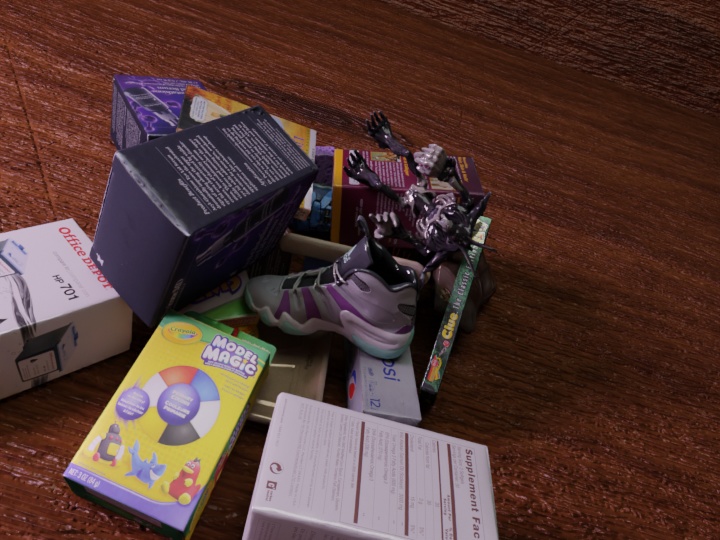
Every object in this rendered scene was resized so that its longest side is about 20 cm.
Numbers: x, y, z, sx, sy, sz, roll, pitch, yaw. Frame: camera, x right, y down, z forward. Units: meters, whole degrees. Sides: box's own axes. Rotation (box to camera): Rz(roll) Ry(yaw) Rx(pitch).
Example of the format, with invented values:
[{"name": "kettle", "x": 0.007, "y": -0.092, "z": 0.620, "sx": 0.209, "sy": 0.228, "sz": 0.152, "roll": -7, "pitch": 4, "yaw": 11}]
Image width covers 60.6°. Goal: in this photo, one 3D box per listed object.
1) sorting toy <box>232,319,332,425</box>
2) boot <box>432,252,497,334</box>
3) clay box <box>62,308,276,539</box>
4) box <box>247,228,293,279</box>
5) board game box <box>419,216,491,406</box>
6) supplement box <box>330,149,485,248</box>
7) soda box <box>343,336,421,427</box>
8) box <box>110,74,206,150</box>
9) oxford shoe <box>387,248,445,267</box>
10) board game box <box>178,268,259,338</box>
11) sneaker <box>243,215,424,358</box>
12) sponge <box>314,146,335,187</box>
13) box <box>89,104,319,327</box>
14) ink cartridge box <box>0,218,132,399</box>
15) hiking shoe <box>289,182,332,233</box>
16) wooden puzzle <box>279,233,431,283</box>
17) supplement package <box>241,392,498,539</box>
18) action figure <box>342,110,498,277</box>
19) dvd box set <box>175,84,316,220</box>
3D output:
[{"name": "sorting toy", "x": -0.133, "y": 0.093, "z": 0.694, "sx": 0.193, "sy": 0.037, "sz": 0.187, "roll": 12, "pitch": 34, "yaw": -3}, {"name": "boot", "x": 0.125, "y": -0.019, "z": 0.862, "sx": 0.190, "sy": 0.063, "sz": 0.199, "roll": 59, "pitch": 27, "yaw": 2}, {"name": "clay box", "x": -0.162, "y": 0.124, "z": 0.566, "sx": 0.112, "sy": 0.048, "sz": 0.204, "roll": 21, "pitch": 54, "yaw": 3}, {"name": "box", "x": -0.193, "y": -0.035, "z": 0.804, "sx": 0.194, "sy": 0.077, "sz": 0.101, "roll": -2, "pitch": 40, "yaw": -32}, {"name": "board game box", "x": 0.109, "y": 0.049, "z": 0.713, "sx": 0.023, "sy": 0.105, "sz": 0.205, "roll": 18, "pitch": 73, "yaw": 8}, {"name": "supplement box", "x": 0.058, "y": -0.094, "z": 0.819, "sx": 0.192, "sy": 0.088, "sz": 0.112, "roll": 3, "pitch": 35, "yaw": -3}, {"name": "soda box", "x": 0.020, "y": 0.111, "z": 0.712, "sx": 0.066, "sy": 0.065, "sz": 0.203, "roll": 11, "pitch": 34, "yaw": -12}, {"name": "box", "x": -0.289, "y": -0.207, "z": 0.953, "sx": 0.144, "sy": 0.107, "sz": 0.201, "roll": -8, "pitch": 42, "yaw": -35}, {"name": "oxford shoe", "x": 0.050, "y": -0.037, "z": 0.908, "sx": 0.195, "sy": 0.073, "sz": 0.073, "roll": 9, "pitch": 31, "yaw": -32}, {"name": "board game box", "x": -0.182, "y": -0.007, "z": 0.707, "sx": 0.093, "sy": 0.030, "sz": 0.205, "roll": -6, "pitch": 60, "yaw": -31}, {"name": "sneaker", "x": -0.025, "y": 0.003, "z": 0.659, "sx": 0.193, "sy": 0.143, "sz": 0.079, "roll": 13, "pitch": 33, "yaw": -2}, {"name": "sponge", "x": -0.130, "y": -0.135, "z": 0.939, "sx": 0.194, "sy": 0.114, "sz": 0.030, "roll": -5, "pitch": 41, "yaw": -32}, {"name": "box", "x": -0.158, "y": -0.061, "z": 0.636, "sx": 0.104, "sy": 0.149, "sz": 0.199, "roll": 44, "pitch": 43, "yaw": 7}, {"name": "ink cartridge box", "x": -0.348, "y": 0.039, "z": 0.610, "sx": 0.145, "sy": 0.088, "sz": 0.197, "roll": 38, "pitch": 39, "yaw": 27}, {"name": "hiking shoe", "x": -0.032, "y": -0.088, "z": 0.940, "sx": 0.194, "sy": 0.077, "sz": 0.086, "roll": -2, "pitch": 17, "yaw": -27}, {"name": "wooden puzzle", "x": 0.000, "y": 0.000, "z": 0.800, "sx": 0.179, "sy": 0.048, "sz": 0.200, "roll": 14, "pitch": -1, "yaw": 8}, {"name": "supplement package", "x": 0.004, "y": 0.207, "z": 0.521, "sx": 0.193, "sy": 0.120, "sz": 0.119, "roll": 16, "pitch": 33, "yaw": -6}, {"name": "action figure", "x": 0.059, "y": -0.078, "z": 0.672, "sx": 0.200, "sy": 0.120, "sz": 0.101, "roll": 46, "pitch": 15, "yaw": 26}, {"name": "dvd box set", "x": -0.157, "y": -0.161, "z": 0.847, "sx": 0.194, "sy": 0.029, "sz": 0.151, "roll": 16, "pitch": 56, "yaw": -21}]
